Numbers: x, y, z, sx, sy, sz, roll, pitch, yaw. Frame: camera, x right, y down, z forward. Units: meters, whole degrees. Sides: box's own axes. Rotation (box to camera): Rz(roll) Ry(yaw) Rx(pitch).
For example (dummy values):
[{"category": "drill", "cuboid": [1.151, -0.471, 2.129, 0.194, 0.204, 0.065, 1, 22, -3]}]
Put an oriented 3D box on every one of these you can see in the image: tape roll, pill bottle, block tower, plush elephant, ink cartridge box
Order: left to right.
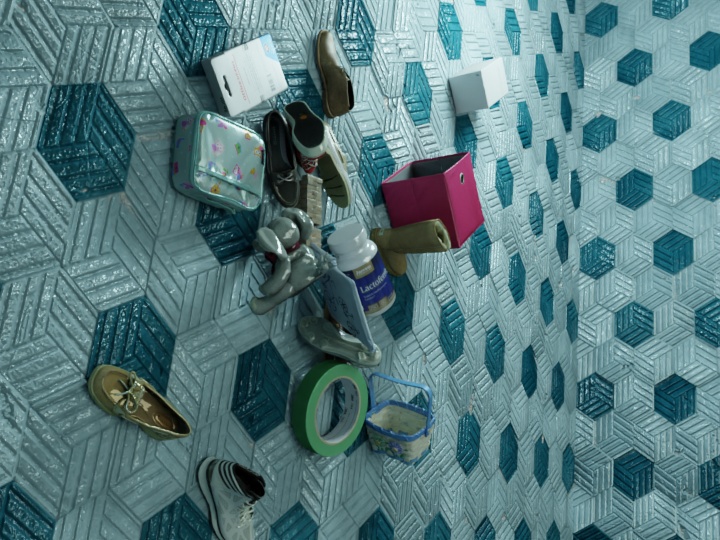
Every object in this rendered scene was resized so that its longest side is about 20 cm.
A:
[{"category": "ink cartridge box", "cuboid": [-0.237, -0.379, 1.407, 0.200, 0.065, 0.118, -45, 123, -49]}, {"category": "plush elephant", "cuboid": [-0.153, -0.031, 1.423, 0.157, 0.198, 0.164, 58, 36, 1]}, {"category": "block tower", "cuboid": [-0.121, -0.101, 1.564, 0.054, 0.057, 0.206, 10, 80, -55]}, {"category": "tape roll", "cuboid": [-0.064, 0.302, 1.572, 0.198, 0.047, 0.206, -12, 106, -47]}, {"category": "pill bottle", "cuboid": [0.000, 0.000, 1.681, 0.116, 0.113, 0.203, -52, 127, -45]}]

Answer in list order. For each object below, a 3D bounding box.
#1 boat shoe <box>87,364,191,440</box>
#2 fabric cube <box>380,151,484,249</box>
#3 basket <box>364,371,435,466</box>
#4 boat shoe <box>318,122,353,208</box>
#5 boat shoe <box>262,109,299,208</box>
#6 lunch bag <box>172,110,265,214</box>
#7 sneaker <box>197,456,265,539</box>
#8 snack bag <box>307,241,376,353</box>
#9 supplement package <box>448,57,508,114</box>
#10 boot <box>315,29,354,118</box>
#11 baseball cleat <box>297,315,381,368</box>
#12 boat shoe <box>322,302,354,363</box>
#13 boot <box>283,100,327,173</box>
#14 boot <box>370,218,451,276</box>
[{"category": "boat shoe", "cuboid": [-0.355, 0.215, 1.165, 0.200, 0.061, 0.075, 47, 50, -42]}, {"category": "fabric cube", "cuboid": [0.199, -0.183, 1.927, 0.196, 0.196, 0.204, -39, 119, -52]}, {"category": "basket", "cuboid": [0.098, 0.357, 1.736, 0.138, 0.173, 0.206, -20, 113, -51]}, {"category": "boat shoe", "cuboid": [-0.060, -0.245, 1.654, 0.068, 0.073, 0.203, -46, 123, -41]}, {"category": "boat shoe", "cuboid": [-0.168, -0.232, 1.485, 0.057, 0.065, 0.206, 167, -88, -81]}, {"category": "lunch bag", "cuboid": [-0.259, -0.197, 1.344, 0.198, 0.076, 0.165, 17, 72, -55]}, {"category": "sneaker", "cuboid": [-0.217, 0.435, 1.303, 0.076, 0.113, 0.205, -43, 122, -49]}, {"category": "snack bag", "cuboid": [-0.038, 0.054, 1.482, 0.021, 0.199, 0.192, -28, 124, -18]}, {"category": "supplement package", "cuboid": [0.386, -0.602, 2.327, 0.200, 0.117, 0.124, -41, 121, -50]}, {"category": "boot", "cuboid": [-0.055, -0.468, 1.687, 0.073, 0.074, 0.206, -17, 99, -53]}, {"category": "baseball cleat", "cuboid": [-0.048, 0.168, 1.571, 0.071, 0.196, 0.107, -60, 169, -21]}, {"category": "boat shoe", "cuboid": [-0.044, 0.148, 1.639, 0.070, 0.069, 0.206, 5, 84, -59]}, {"category": "boot", "cuboid": [-0.104, -0.249, 1.503, 0.201, 0.071, 0.147, -117, -167, -51]}, {"category": "boot", "cuboid": [0.141, -0.052, 1.823, 0.176, 0.196, 0.067, 49, 49, -41]}]
